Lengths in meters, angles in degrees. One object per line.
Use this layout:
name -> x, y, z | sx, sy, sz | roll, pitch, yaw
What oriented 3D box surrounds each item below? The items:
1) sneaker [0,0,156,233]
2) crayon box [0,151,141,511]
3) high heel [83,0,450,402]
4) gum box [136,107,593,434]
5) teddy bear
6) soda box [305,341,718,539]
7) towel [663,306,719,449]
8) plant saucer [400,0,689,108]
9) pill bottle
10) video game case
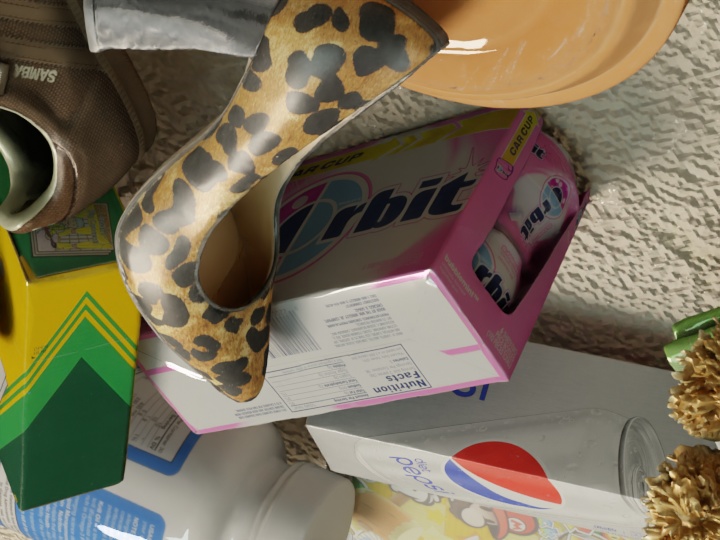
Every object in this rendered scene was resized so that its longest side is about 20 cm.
sneaker -> -0.148, -0.101, 0.683 | 0.070, 0.076, 0.200 | 10, 140, 47
crayon box -> -0.163, -0.020, 0.843 | 0.173, 0.058, 0.200 | 103, 146, -50
high heel -> -0.023, -0.022, 0.692 | 0.142, 0.071, 0.201 | 6, 126, 27
gum box -> 0.000, 0.000, 0.813 | 0.199, 0.114, 0.066 | -13, 125, 39
teddy bear -> 0.211, 0.086, 0.727 | 0.199, 0.145, 0.067 | 29, 173, -6
soda box -> 0.080, 0.076, 0.861 | 0.199, 0.069, 0.064 | 12, 157, 17
towel -> 0.238, 0.074, 0.791 | 0.149, 0.031, 0.200 | -25, 117, 18
plant saucer -> 0.021, -0.128, 0.634 | 0.199, 0.032, 0.201 | 20, 149, 13
pill bottle -> -0.109, 0.118, 0.994 | 0.199, 0.112, 0.113 | 21, 140, 18
video game case -> 0.067, 0.134, 0.984 | 0.181, 0.023, 0.201 | 17, 138, 15
